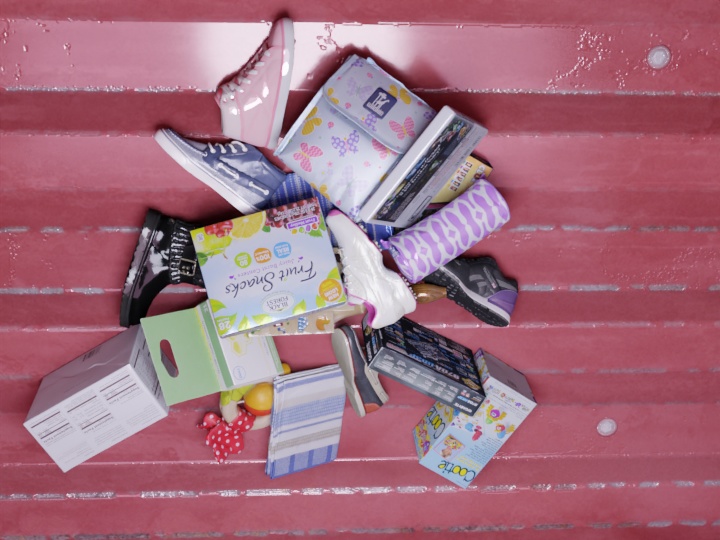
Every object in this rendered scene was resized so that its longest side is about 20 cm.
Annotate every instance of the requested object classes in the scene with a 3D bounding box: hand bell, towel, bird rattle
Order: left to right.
[{"bbox_3d":[-0.188,0.226,1.733,0.163,0.113,0.200,-9,118,-19],"label":"bird rattle"},{"bbox_3d":[-0.093,0.256,1.763,0.147,0.024,0.200,-10,119,-32],"label":"towel"},{"bbox_3d":[-0.053,-0.088,1.619,0.200,0.024,0.145,-8,105,9],"label":"towel"},{"bbox_3d":[0.038,0.041,1.647,0.200,0.104,0.104,-2,114,6],"label":"hand bell"}]

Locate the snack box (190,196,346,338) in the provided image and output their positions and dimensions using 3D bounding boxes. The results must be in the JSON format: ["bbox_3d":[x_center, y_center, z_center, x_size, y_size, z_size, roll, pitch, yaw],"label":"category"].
[{"bbox_3d":[-0.138,-0.003,1.563,0.200,0.068,0.169,-15,85,-5],"label":"snack box"}]

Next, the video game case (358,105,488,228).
[{"bbox_3d":[0.095,-0.147,1.517,0.023,0.182,0.200,44,105,16],"label":"video game case"}]

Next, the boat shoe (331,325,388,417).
[{"bbox_3d":[0.001,0.162,1.718,0.063,0.071,0.200,-25,130,-12],"label":"boat shoe"}]

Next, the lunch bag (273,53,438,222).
[{"bbox_3d":[-0.003,-0.199,1.523,0.170,0.127,0.200,40,96,2],"label":"lunch bag"}]

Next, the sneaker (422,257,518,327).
[{"bbox_3d":[0.175,0.007,1.677,0.200,0.076,0.088,35,68,-27],"label":"sneaker"}]

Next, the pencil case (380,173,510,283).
[{"bbox_3d":[0.132,-0.062,1.578,0.200,0.086,0.084,-31,148,-8],"label":"pencil case"}]

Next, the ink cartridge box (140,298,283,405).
[{"bbox_3d":[-0.229,0.118,1.612,0.048,0.200,0.146,-28,78,44],"label":"ink cartridge box"}]

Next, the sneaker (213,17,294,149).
[{"bbox_3d":[-0.159,-0.279,1.523,0.105,0.075,0.200,8,117,-13],"label":"sneaker"}]

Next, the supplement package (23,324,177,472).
[{"bbox_3d":[-0.416,0.203,1.670,0.200,0.156,0.111,-29,112,8],"label":"supplement package"}]

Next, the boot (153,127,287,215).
[{"bbox_3d":[-0.212,-0.173,1.574,0.200,0.073,0.090,38,97,-20],"label":"boot"}]

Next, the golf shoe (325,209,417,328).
[{"bbox_3d":[0.000,0.000,1.575,0.092,0.075,0.200,-38,93,-7],"label":"golf shoe"}]

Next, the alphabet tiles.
[{"bbox_3d":[-0.110,0.017,1.601,0.200,0.006,0.167,-2,84,-5],"label":"alphabet tiles"}]

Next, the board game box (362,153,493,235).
[{"bbox_3d":[0.100,-0.115,1.637,0.135,0.035,0.200,28,109,-15],"label":"board game box"}]

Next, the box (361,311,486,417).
[{"bbox_3d":[0.102,0.143,1.683,0.200,0.159,0.046,26,110,-15],"label":"box"}]

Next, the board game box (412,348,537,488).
[{"bbox_3d":[0.192,0.253,1.767,0.105,0.103,0.200,32,107,-17],"label":"board game box"}]

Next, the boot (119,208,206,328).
[{"bbox_3d":[-0.290,0.015,1.640,0.158,0.079,0.211,18,111,-12],"label":"boot"}]
